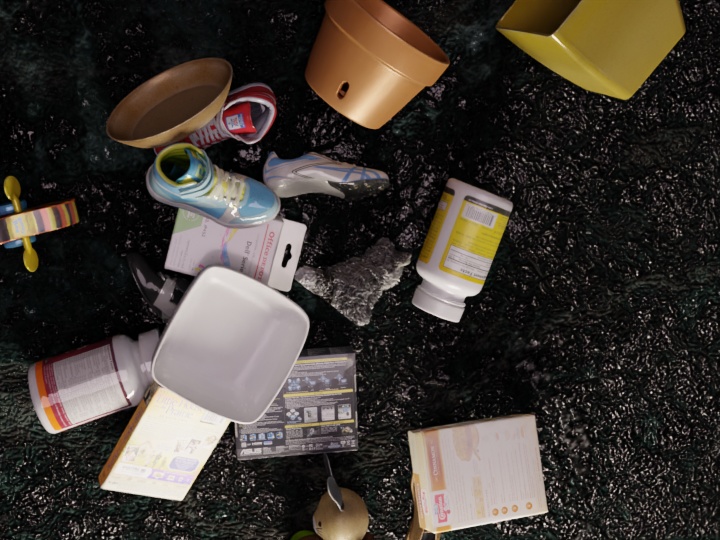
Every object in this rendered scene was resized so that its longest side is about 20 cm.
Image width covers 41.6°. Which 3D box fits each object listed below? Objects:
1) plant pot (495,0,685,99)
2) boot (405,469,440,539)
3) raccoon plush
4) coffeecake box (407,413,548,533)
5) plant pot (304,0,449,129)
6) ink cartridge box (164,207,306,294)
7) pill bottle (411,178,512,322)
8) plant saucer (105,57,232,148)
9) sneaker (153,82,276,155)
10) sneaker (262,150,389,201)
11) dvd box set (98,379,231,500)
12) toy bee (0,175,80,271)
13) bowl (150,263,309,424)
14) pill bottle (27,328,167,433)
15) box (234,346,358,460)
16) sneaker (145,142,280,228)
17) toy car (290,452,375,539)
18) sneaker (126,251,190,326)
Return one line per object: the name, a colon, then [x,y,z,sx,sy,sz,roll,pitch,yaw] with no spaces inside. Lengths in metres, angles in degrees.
plant pot: [0.353,-0.368,1.397,0.176,0.200,0.201,40,93,-23]
boot: [0.117,0.389,1.550,0.072,0.075,0.204,7,97,-5]
raccoon plush: [0.000,0.000,1.419,0.096,0.200,0.135,39,92,21]
coffeecake box: [0.186,0.320,1.513,0.196,0.073,0.157,-5,84,-16]
plant pot: [0.011,-0.302,1.365,0.198,0.201,0.141,33,112,-12]
ink cartridge box: [-0.186,-0.038,1.435,0.196,0.067,0.119,14,97,-10]
pill bottle: [0.151,-0.030,1.461,0.110,0.111,0.203,20,97,-11]
plant saucer: [-0.263,-0.230,1.338,0.198,0.201,0.036,-27,126,-2]
sneaker: [-0.211,-0.208,1.376,0.198,0.113,0.072,-28,114,-2]
sneaker: [-0.050,-0.148,1.438,0.196,0.072,0.074,1,70,-15]
dvd box set: [-0.291,0.259,1.442,0.145,0.029,0.202,18,113,-36]
toy bee: [-0.508,-0.054,1.369,0.198,0.109,0.132,-34,104,-1]
bowl: [-0.194,0.102,1.392,0.198,0.075,0.202,30,91,-24]
pill bottle: [-0.385,0.161,1.421,0.197,0.110,0.111,-18,102,-8]
box: [-0.104,0.209,1.501,0.196,0.049,0.164,-4,103,-7]
sneaker: [-0.202,-0.118,1.328,0.196,0.131,0.081,11,77,-11]
toy car: [-0.048,0.397,1.474,0.155,0.164,0.204,-7,106,-7]
sneaker: [-0.273,0.039,1.438,0.088,0.074,0.201,-35,112,0]
